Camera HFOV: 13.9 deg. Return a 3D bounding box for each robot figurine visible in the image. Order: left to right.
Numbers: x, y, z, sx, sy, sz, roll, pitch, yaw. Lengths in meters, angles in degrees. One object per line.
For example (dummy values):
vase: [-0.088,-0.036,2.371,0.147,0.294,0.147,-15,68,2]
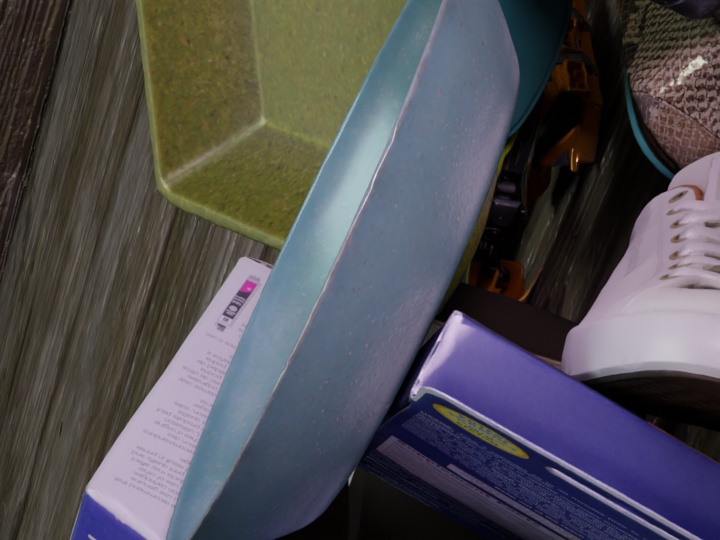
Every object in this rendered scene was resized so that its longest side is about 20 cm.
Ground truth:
robot figurine: [0.049,-0.034,1.194,0.146,0.058,0.201,-94,18,-48]

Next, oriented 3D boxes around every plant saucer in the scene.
plant saucer: [-0.014,-0.105,1.014,0.199,0.048,0.201,23,123,56]
plant saucer: [0.000,0.000,0.859,0.201,0.036,0.200,-63,6,12]

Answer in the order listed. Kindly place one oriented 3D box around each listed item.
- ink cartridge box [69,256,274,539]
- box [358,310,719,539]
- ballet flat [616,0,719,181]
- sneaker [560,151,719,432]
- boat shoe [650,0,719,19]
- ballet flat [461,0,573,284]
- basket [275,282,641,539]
ink cartridge box: [-0.082,0.125,1.014,0.200,0.043,0.197,-55,-13,-53]
box: [0.063,0.061,0.837,0.033,0.121,0.200,-60,1,-9]
ballet flat: [0.111,-0.105,0.978,0.075,0.068,0.201,-50,29,25]
sneaker: [0.098,0.002,0.840,0.200,0.072,0.085,72,-147,-89]
boat shoe: [0.136,-0.164,0.868,0.201,0.068,0.072,-58,26,12]
ballet flat: [0.022,-0.049,1.091,0.067,0.066,0.201,40,118,56]
basket: [0.019,0.110,1.039,0.180,0.135,0.201,2,-71,-65]
